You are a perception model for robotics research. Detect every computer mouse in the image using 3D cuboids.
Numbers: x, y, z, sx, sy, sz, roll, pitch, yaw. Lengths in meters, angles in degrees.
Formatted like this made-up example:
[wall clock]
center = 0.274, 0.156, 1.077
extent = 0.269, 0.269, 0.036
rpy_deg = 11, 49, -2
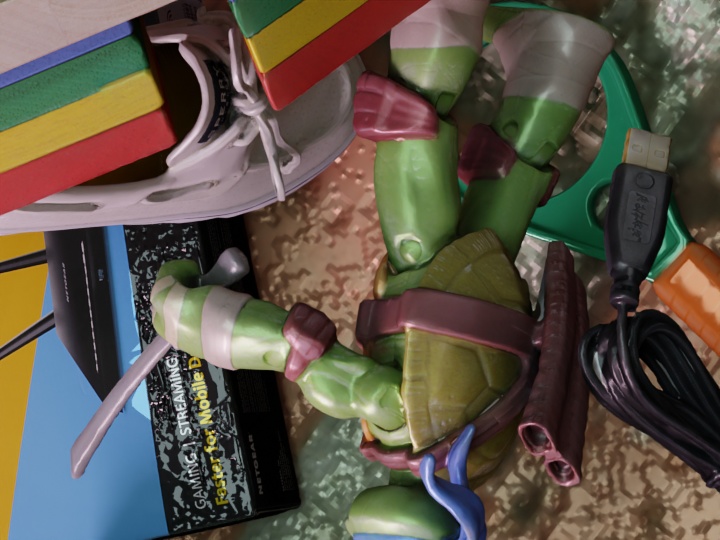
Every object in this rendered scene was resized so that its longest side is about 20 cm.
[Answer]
[computer mouse]
center = 0.125, -0.014, 0.780
extent = 0.046, 0.140, 0.201
rpy_deg = -11, 50, 47

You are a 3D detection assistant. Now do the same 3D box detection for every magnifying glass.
[magnifying glass]
center = 0.098, -0.017, 0.866
extent = 0.080, 0.022, 0.200
rpy_deg = -47, 72, 11

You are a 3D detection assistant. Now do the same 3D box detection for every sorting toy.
[sorting toy]
center = -0.058, -0.102, 0.723
extent = 0.198, 0.200, 0.070
rpy_deg = -22, 118, 0

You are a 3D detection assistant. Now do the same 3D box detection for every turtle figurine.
[turtle figurine]
center = 0.000, 0.000, 0.796
extent = 0.143, 0.200, 0.195
rpy_deg = 16, 83, -12

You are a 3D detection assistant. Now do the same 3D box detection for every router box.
[router box]
center = -0.115, 0.008, 0.918
extent = 0.148, 0.051, 0.201
rpy_deg = -14, 83, 19

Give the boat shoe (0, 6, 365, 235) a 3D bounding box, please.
[boat shoe]
center = -0.059, -0.056, 0.823
extent = 0.086, 0.201, 0.075
rpy_deg = -10, 90, 49
